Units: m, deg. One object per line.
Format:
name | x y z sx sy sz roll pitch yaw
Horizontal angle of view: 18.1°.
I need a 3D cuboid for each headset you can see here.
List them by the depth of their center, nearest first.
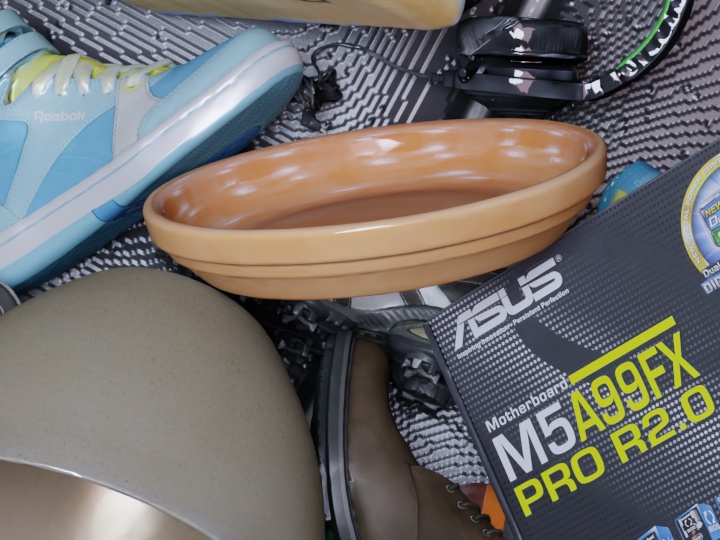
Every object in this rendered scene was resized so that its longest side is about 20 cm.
headset | 0.058 -0.124 1.057 0.200 0.094 0.124 -25 87 17

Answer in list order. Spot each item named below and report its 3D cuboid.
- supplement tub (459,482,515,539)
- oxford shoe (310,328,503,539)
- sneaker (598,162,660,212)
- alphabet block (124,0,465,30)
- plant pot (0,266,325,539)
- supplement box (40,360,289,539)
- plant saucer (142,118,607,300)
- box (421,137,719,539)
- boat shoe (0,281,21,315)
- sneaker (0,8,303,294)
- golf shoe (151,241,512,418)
supplement tub | 0.091 0.158 1.038 0.200 0.107 0.107 12 88 4
oxford shoe | 0.020 0.115 0.980 0.084 0.073 0.200 -6 60 -7
sneaker | 0.169 0.009 0.999 0.200 0.079 0.131 -12 96 43
alphabet block | -0.073 -0.220 0.977 0.196 0.200 0.196 6 87 36
plant pot | -0.098 0.079 0.948 0.200 0.200 0.135 18 55 2
supplement box | -0.138 0.096 1.063 0.199 0.074 0.126 5 89 1
plant saucer | 0.008 -0.026 0.967 0.200 0.200 0.038 -9 104 1
box | 0.140 0.046 0.941 0.200 0.044 0.160 -32 71 28
boat shoe | -0.206 0.095 1.000 0.067 0.057 0.200 27 90 4
sneaker | -0.130 -0.085 1.046 0.200 0.080 0.131 -33 84 22
golf shoe | 0.000 0.000 1.074 0.200 0.078 0.095 23 68 2
